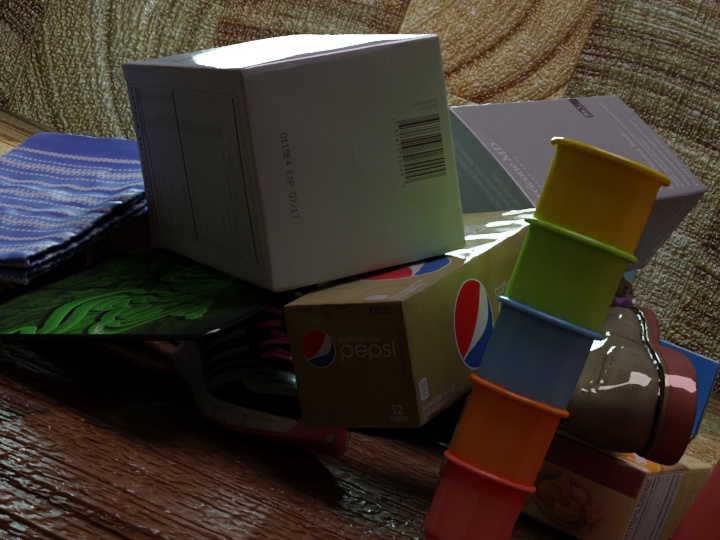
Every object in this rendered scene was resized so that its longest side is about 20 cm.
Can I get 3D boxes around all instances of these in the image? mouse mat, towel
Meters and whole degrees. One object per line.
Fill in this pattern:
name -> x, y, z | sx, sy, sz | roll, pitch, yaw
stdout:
mouse mat -> -0.102, 0.009, 0.860 | 0.160, 0.008, 0.200 | -1, 14, 23
towel -> -0.196, -0.045, 0.982 | 0.144, 0.024, 0.200 | 7, 24, 26

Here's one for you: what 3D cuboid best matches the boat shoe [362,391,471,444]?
boat shoe -> 0.005, 0.065, 1.065 | 0.074, 0.076, 0.200 | 17, -8, 42

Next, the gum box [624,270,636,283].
gum box -> 0.118, 0.010, 1.277 | 0.169, 0.045, 0.200 | 4, -32, 0

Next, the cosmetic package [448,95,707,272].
cosmetic package -> 0.126, -0.052, 1.099 | 0.200, 0.090, 0.107 | -10, 53, -51

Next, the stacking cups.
stacking cups -> 0.086, 0.041, 0.774 | 0.060, 0.201, 0.061 | 19, 1, 0

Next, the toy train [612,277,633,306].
toy train -> 0.137, 0.016, 1.198 | 0.150, 0.056, 0.200 | 18, -17, 22

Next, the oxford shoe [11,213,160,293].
oxford shoe -> -0.125, -0.006, 1.033 | 0.199, 0.071, 0.075 | 6, -18, 2

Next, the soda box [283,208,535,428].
soda box -> 0.042, 0.020, 0.855 | 0.068, 0.064, 0.200 | -3, 14, 30

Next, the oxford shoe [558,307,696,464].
oxford shoe -> 0.128, 0.053, 0.927 | 0.075, 0.071, 0.200 | 11, 5, -6

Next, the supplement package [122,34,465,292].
supplement package -> -0.042, -0.066, 0.888 | 0.109, 0.114, 0.200 | -13, 13, -22

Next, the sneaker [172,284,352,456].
sneaker -> -0.049, 0.040, 0.907 | 0.074, 0.088, 0.200 | 20, 4, -22

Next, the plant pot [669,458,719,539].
plant pot -> 0.241, 0.118, 0.733 | 0.200, 0.178, 0.200 | 20, 4, -1

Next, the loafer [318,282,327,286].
loafer -> 0.000, 0.000, 1.106 | 0.070, 0.070, 0.200 | 44, -6, -30

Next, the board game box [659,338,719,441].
board game box -> 0.141, 0.080, 1.193 | 0.200, 0.056, 0.196 | 22, -16, 7

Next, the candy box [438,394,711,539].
candy box -> 0.138, 0.123, 1.019 | 0.115, 0.055, 0.200 | 21, 4, 23
